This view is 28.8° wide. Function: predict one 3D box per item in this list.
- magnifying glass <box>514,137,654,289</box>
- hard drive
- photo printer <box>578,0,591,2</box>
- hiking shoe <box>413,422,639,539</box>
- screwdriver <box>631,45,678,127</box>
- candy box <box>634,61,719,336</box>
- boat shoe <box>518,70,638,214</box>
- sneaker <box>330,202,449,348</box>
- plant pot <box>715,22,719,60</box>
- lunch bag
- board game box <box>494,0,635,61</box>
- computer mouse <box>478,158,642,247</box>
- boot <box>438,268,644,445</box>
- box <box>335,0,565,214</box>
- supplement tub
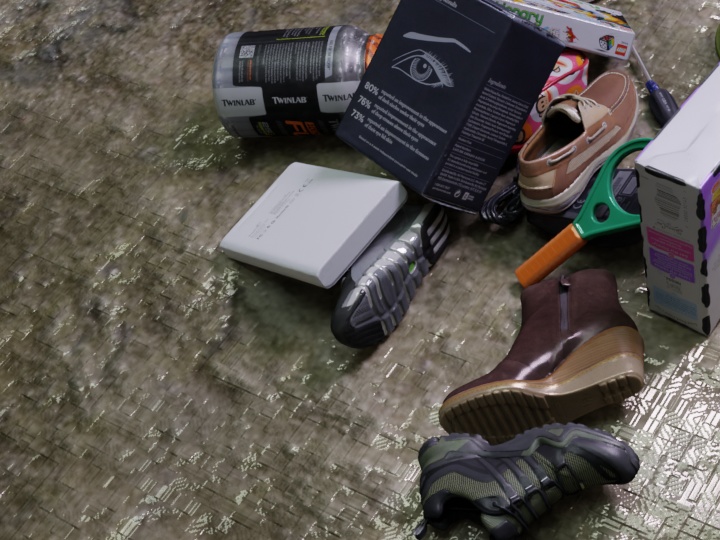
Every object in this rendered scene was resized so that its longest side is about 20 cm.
[{"bbox_3d":[0.229,-0.050,1.361,0.200,0.022,0.080,-41,63,24],"label":"magnifying glass"},{"bbox_3d":[-0.053,-0.052,1.466,0.132,0.026,0.199,-49,32,-17],"label":"hard drive"},{"bbox_3d":[0.286,-0.423,1.729,0.165,0.070,0.201,-24,45,-4],"label":"photo printer"},{"bbox_3d":[0.143,0.193,1.211,0.198,0.076,0.102,-8,54,23],"label":"hiking shoe"},{"bbox_3d":[0.315,-0.216,1.561,0.029,0.028,0.201,-41,39,19],"label":"screwdriver"},{"bbox_3d":[0.331,-0.069,1.295,0.071,0.201,0.168,26,59,34],"label":"candy box"},{"bbox_3d":[0.222,-0.144,1.428,0.075,0.072,0.200,8,48,37],"label":"boat shoe"},{"bbox_3d":[0.000,0.000,1.435,0.115,0.076,0.200,11,43,33],"label":"sneaker"},{"bbox_3d":[0.476,-0.323,1.492,0.198,0.191,0.201,-8,46,9],"label":"plant pot"},{"bbox_3d":[0.155,-0.222,1.571,0.175,0.082,0.199,-33,46,-26],"label":"lunch bag"},{"bbox_3d":[0.200,-0.286,1.567,0.198,0.035,0.126,14,21,-3],"label":"board game box"},{"bbox_3d":[0.233,-0.068,1.435,0.199,0.053,0.139,16,53,42],"label":"computer mouse"},{"bbox_3d":[0.164,0.078,1.321,0.198,0.073,0.167,-15,34,6],"label":"boot"},{"bbox_3d":[0.090,-0.185,1.438,0.148,0.104,0.201,38,106,37],"label":"box"},{"bbox_3d":[-0.060,-0.216,1.609,0.198,0.123,0.123,-1,48,18],"label":"supplement tub"}]
